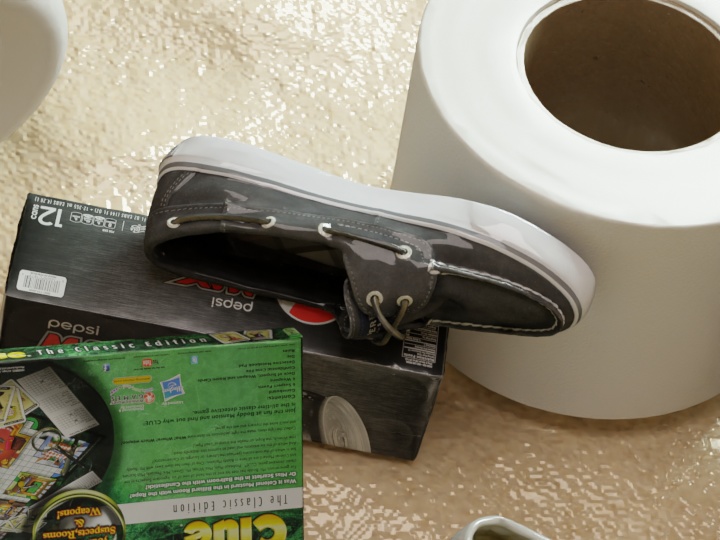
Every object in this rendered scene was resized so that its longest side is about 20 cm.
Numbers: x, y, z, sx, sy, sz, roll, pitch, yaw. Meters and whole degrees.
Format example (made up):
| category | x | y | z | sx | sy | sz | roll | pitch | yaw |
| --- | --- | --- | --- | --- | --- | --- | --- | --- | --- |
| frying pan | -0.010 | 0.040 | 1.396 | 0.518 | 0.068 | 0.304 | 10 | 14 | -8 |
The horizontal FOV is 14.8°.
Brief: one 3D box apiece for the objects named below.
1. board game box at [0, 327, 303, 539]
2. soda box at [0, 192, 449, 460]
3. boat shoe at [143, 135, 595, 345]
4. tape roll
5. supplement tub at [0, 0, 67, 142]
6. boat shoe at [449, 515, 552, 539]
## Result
| category | x | y | z | sx | sy | sz | roll | pitch | yaw |
| --- | --- | --- | --- | --- | --- | --- | --- | --- | --- |
| board game box | -0.122 | 0.083 | 1.190 | 0.200 | 0.105 | 0.023 | -3 | 12 | -16 |
| soda box | -0.062 | 0.026 | 1.260 | 0.200 | 0.071 | 0.063 | 11 | 50 | -4 |
| boat shoe | 0.000 | 0.000 | 1.208 | 0.200 | 0.070 | 0.066 | 19 | 58 | 2 |
| tape roll | 0.117 | -0.048 | 1.307 | 0.202 | 0.139 | 0.203 | 4 | 48 | -5 |
| supplement tub | -0.239 | -0.156 | 1.318 | 0.145 | 0.145 | 0.200 | -17 | 58 | -24 |
| boat shoe | 0.125 | 0.163 | 1.178 | 0.202 | 0.086 | 0.075 | 32 | 51 | 5 |
